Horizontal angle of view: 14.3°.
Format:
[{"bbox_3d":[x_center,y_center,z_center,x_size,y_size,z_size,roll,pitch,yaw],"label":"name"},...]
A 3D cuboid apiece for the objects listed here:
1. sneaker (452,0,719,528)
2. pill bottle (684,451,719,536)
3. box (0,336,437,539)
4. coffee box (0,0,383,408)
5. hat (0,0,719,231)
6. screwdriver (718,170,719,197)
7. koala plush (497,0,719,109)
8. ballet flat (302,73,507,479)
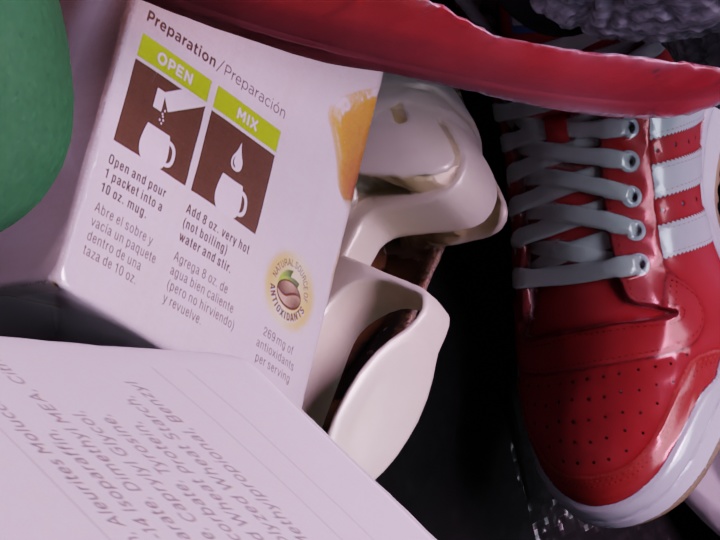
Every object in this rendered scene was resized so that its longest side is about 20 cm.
[{"bbox_3d":[0.062,-0.037,0.794,0.112,0.071,0.200,45,45,-52],"label":"sneaker"},{"bbox_3d":[0.180,0.006,0.906,0.200,0.109,0.109,-38,113,-44],"label":"pill bottle"},{"bbox_3d":[-0.052,0.143,0.502,0.131,0.200,0.199,8,116,-48],"label":"box"},{"bbox_3d":[-0.055,-0.066,0.646,0.080,0.114,0.200,34,61,-41],"label":"coffee box"},{"bbox_3d":[-0.077,-0.030,0.556,0.176,0.200,0.166,31,85,-44],"label":"hat"},{"bbox_3d":[0.124,-0.020,0.812,0.029,0.200,0.028,21,100,-11],"label":"screwdriver"},{"bbox_3d":[0.098,-0.095,0.634,0.200,0.184,0.178,27,34,-33],"label":"koala plush"},{"bbox_3d":[0.000,0.000,0.734,0.068,0.067,0.200,40,56,-39],"label":"ballet flat"}]
